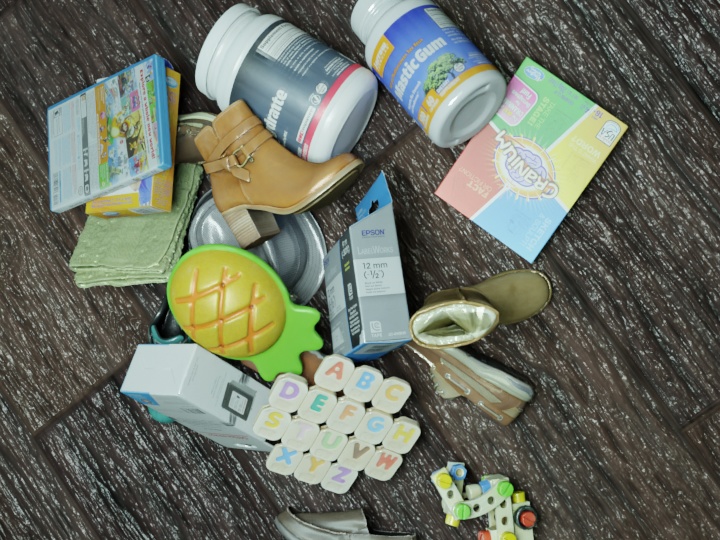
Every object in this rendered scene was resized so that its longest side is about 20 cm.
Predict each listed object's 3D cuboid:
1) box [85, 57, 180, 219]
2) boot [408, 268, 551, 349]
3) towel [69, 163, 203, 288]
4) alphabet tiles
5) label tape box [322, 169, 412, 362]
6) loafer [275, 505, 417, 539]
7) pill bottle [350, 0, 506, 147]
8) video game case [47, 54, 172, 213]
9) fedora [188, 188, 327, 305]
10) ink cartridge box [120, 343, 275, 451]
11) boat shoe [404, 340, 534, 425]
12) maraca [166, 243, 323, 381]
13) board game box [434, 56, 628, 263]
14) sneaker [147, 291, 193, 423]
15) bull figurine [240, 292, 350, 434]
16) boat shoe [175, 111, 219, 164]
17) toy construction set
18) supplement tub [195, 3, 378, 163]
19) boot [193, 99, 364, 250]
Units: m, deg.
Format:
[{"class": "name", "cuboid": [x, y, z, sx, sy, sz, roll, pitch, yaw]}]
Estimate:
[{"class": "box", "cuboid": [-0.286, -0.171, 1.086, 0.118, 0.041, 0.203, -3, 82, 32]}, {"class": "boot", "cuboid": [0.147, 0.047, 1.005, 0.173, 0.200, 0.067, -16, 90, 7]}, {"class": "towel", "cuboid": [-0.289, -0.066, 1.129, 0.146, 0.037, 0.202, 0, 57, 13]}, {"class": "alphabet tiles", "cuboid": [-0.029, 0.197, 1.072, 0.198, 0.015, 0.197, 23, 116, -16]}, {"class": "label tape box", "cuboid": [0.000, 0.000, 1.041, 0.065, 0.143, 0.203, -6, 77, -17]}, {"class": "loafer", "cuboid": [-0.013, 0.341, 1.125, 0.197, 0.073, 0.072, 17, 85, 5]}, {"class": "pill bottle", "cuboid": [0.075, -0.255, 1.043, 0.112, 0.112, 0.201, -42, 68, 10]}, {"class": "video game case", "cuboid": [-0.316, -0.167, 1.072, 0.198, 0.018, 0.145, -16, 73, 29]}, {"class": "fedora", "cuboid": [-0.146, -0.028, 1.119, 0.176, 0.090, 0.201, -41, 85, 10]}, {"class": "ink cartridge box", "cuboid": [-0.189, 0.164, 1.098, 0.115, 0.200, 0.068, -4, 59, 37]}, {"class": "boat shoe", "cuboid": [0.118, 0.128, 1.083, 0.198, 0.076, 0.073, 29, 100, 10]}, {"class": "maraca", "cuboid": [-0.139, 0.051, 1.032, 0.199, 0.107, 0.138, 35, 113, -9]}, {"class": "board game box", "cuboid": [0.209, -0.134, 1.069, 0.152, 0.040, 0.201, 35, 98, 8]}, {"class": "sneaker", "cuboid": [-0.257, 0.110, 1.152, 0.070, 0.080, 0.203, 12, 95, 10]}, {"class": "bull figurine", "cuboid": [-0.058, 0.122, 1.110, 0.199, 0.065, 0.122, 33, 79, -10]}, {"class": "boat shoe", "cuboid": [-0.231, -0.161, 1.119, 0.200, 0.075, 0.075, 15, 55, 29]}, {"class": "toy construction set", "cuboid": [0.152, 0.337, 1.074, 0.129, 0.092, 0.203, -4, 100, -13]}, {"class": "supplement tub", "cuboid": [-0.090, -0.227, 1.075, 0.199, 0.140, 0.142, 32, 98, 8]}, {"class": "boot", "cuboid": [-0.104, -0.132, 1.012, 0.198, 0.074, 0.156, -27, 86, 23]}]
